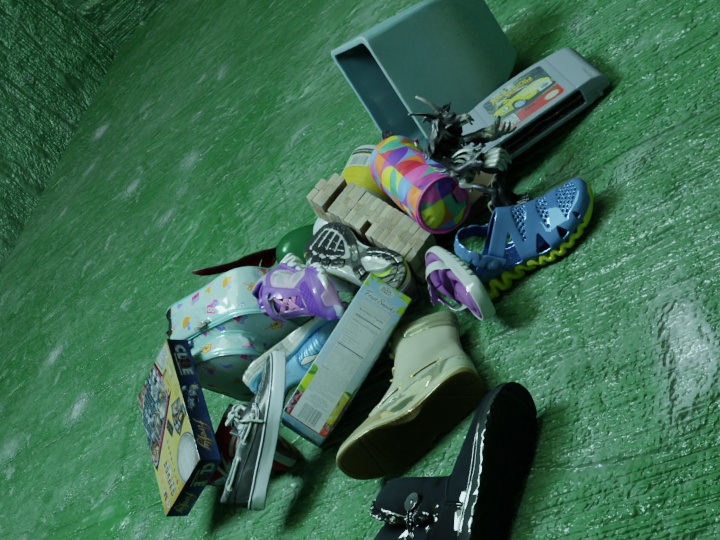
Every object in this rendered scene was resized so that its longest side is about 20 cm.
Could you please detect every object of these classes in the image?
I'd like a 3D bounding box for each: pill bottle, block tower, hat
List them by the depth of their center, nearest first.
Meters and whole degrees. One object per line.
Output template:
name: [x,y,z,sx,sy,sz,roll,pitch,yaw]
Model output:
block tower: [0.020,-0.062,1.713,0.199,0.058,0.054,33,76,28]
pill bottle: [-0.001,-0.073,1.828,0.112,0.112,0.201,-10,47,55]
hat: [-0.112,-0.049,1.907,0.165,0.176,0.201,-27,35,43]

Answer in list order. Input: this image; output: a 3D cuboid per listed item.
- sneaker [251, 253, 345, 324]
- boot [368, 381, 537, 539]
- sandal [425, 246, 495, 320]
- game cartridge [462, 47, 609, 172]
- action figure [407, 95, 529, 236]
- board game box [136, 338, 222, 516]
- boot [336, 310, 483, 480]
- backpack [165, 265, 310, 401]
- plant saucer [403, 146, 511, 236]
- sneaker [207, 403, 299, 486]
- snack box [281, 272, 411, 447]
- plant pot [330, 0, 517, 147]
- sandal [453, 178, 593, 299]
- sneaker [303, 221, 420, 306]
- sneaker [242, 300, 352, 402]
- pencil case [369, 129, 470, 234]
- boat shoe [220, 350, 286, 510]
sneaker: [-0.088,0.036,1.677,0.088,0.081,0.200,-27,17,-17]
boot: [0.090,0.216,1.325,0.167,0.076,0.202,-15,49,47]
sandal: [0.104,0.019,1.527,0.050,0.083,0.203,-29,12,-8]
game cartridge: [0.221,-0.216,1.675,0.199,0.041,0.133,-35,26,5]
action figure: [0.146,-0.142,1.563,0.101,0.200,0.119,-22,32,30]
board game box: [-0.251,0.215,1.738,0.136,0.034,0.201,-57,42,38]
boot: [0.049,0.145,1.499,0.200,0.072,0.155,-39,28,14]
backpack: [-0.167,0.089,1.830,0.200,0.175,0.154,-38,45,29]
plant saucer: [0.140,-0.122,1.744,0.200,0.034,0.201,-39,27,24]
sneaker: [-0.157,0.259,1.704,0.113,0.071,0.200,-58,26,-6]
snack box: [-0.020,0.116,1.586,0.201,0.067,0.169,-59,-2,-12]
plant pot: [0.107,-0.299,1.837,0.199,0.197,0.196,-37,11,-10]
sandal: [0.187,-0.045,1.499,0.200,0.087,0.080,-38,26,23]
sneaker: [0.000,0.000,1.698,0.199,0.081,0.074,31,76,42]
sneaker: [-0.062,0.117,1.737,0.199,0.090,0.078,-37,-3,-6]
pencil case: [0.077,-0.120,1.689,0.089,0.088,0.200,-48,31,7]
boat shoe: [-0.136,0.197,1.593,0.074,0.067,0.201,122,158,-82]
